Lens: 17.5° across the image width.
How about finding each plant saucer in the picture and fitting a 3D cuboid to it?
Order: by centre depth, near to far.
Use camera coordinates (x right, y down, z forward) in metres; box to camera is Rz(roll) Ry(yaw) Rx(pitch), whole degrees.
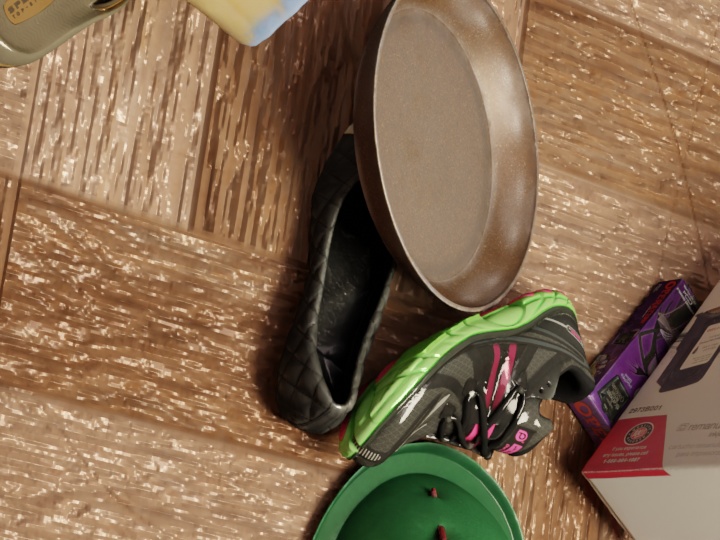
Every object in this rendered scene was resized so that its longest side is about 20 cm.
[{"bbox_3d":[0.048,-0.075,1.378,0.200,0.032,0.202,15,72,-59],"label":"plant saucer"}]

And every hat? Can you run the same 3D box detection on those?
[{"bbox_3d":[0.076,0.186,1.303,0.166,0.176,0.200,50,58,-20],"label":"hat"}]

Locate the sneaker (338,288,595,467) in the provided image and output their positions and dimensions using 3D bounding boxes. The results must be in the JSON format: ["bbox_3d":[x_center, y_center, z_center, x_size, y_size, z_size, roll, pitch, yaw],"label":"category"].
[{"bbox_3d":[0.070,0.073,1.368,0.199,0.077,0.084,-23,79,-39],"label":"sneaker"}]

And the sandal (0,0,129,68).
[{"bbox_3d":[-0.138,-0.182,1.270,0.200,0.054,0.081,-48,112,-33],"label":"sandal"}]

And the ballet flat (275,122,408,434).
[{"bbox_3d":[0.000,0.000,1.348,0.066,0.057,0.201,25,68,-32],"label":"ballet flat"}]

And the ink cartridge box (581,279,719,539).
[{"bbox_3d":[0.253,0.079,1.440,0.084,0.144,0.200,51,59,-20],"label":"ink cartridge box"}]

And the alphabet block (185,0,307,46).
[{"bbox_3d":[-0.059,-0.277,1.215,0.199,0.196,0.196,36,41,-19],"label":"alphabet block"}]

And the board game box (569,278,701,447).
[{"bbox_3d":[0.222,0.120,1.520,0.120,0.032,0.201,-45,111,-28],"label":"board game box"}]
